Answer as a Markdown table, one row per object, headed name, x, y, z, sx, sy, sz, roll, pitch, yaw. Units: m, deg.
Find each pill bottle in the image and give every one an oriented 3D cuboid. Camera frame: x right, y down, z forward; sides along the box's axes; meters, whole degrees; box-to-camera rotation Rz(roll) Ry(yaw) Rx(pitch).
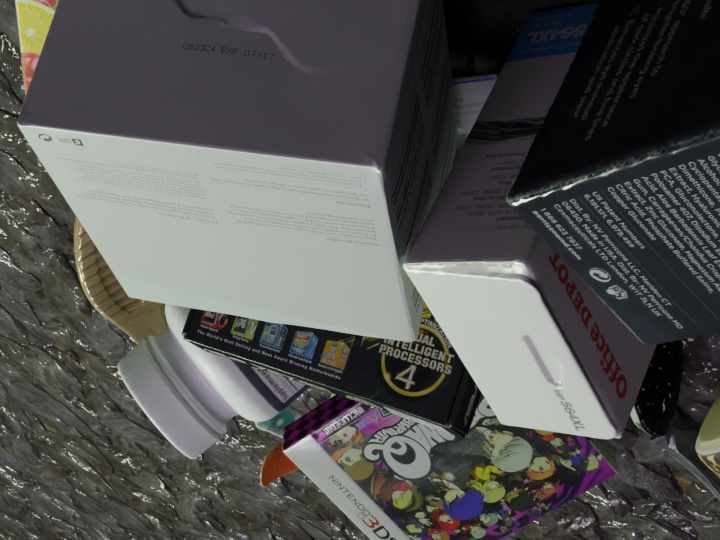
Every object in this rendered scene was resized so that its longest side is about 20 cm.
| name | x | y | z | sx | sy | sz | roll | pitch | yaw |
| --- | --- | --- | --- | --- | --- | --- | --- | --- | --- |
| pill bottle | -0.073 | 0.037 | 0.962 | 0.120 | 0.199 | 0.120 | 51 | 178 | 2 |

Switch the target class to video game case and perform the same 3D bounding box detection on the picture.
| name | x | y | z | sx | sy | sz | roll | pitch | yaw |
| --- | --- | --- | --- | --- | --- | --- | --- | --- | --- |
| video game case | 0.069 | 0.139 | 1.025 | 0.199 | 0.036 | 0.182 | -33 | 116 | 18 |

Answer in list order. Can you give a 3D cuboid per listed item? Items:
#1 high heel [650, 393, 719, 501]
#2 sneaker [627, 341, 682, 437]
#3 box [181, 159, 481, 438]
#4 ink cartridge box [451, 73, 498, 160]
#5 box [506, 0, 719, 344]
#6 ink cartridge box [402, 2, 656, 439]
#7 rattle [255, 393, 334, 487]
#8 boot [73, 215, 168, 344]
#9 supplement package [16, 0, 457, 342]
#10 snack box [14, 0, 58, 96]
| name | x | y | z | sx | sy | sz | roll | pitch | yaw |
| --- | --- | --- | --- | --- | --- | --- | --- | --- | --- |
| high heel | 0.307 | 0.149 | 0.969 | 0.142 | 0.072 | 0.200 | 38 | 166 | 0 |
| sneaker | 0.162 | 0.057 | 0.949 | 0.087 | 0.077 | 0.200 | 7 | 159 | 40 |
| box | 0.000 | 0.000 | 0.856 | 0.197 | 0.163 | 0.049 | 17 | 170 | 23 |
| ink cartridge box | 0.067 | -0.063 | 0.906 | 0.196 | 0.044 | 0.201 | 0 | 140 | 42 |
| box | 0.199 | -0.088 | 0.601 | 0.117 | 0.198 | 0.199 | 42 | 148 | -22 |
| ink cartridge box | 0.121 | -0.030 | 0.752 | 0.083 | 0.201 | 0.147 | 2 | 140 | 39 |
| rattle | -0.008 | 0.139 | 1.139 | 0.132 | 0.198 | 0.143 | 71 | 164 | -9 |
| boot | -0.191 | -0.022 | 1.080 | 0.071 | 0.167 | 0.202 | -21 | 131 | -4 |
| supplement package | -0.053 | -0.078 | 0.740 | 0.188 | 0.149 | 0.201 | 8 | 155 | 12 |
| snack box | -0.128 | -0.178 | 0.818 | 0.166 | 0.069 | 0.201 | 1 | 152 | -11 |
